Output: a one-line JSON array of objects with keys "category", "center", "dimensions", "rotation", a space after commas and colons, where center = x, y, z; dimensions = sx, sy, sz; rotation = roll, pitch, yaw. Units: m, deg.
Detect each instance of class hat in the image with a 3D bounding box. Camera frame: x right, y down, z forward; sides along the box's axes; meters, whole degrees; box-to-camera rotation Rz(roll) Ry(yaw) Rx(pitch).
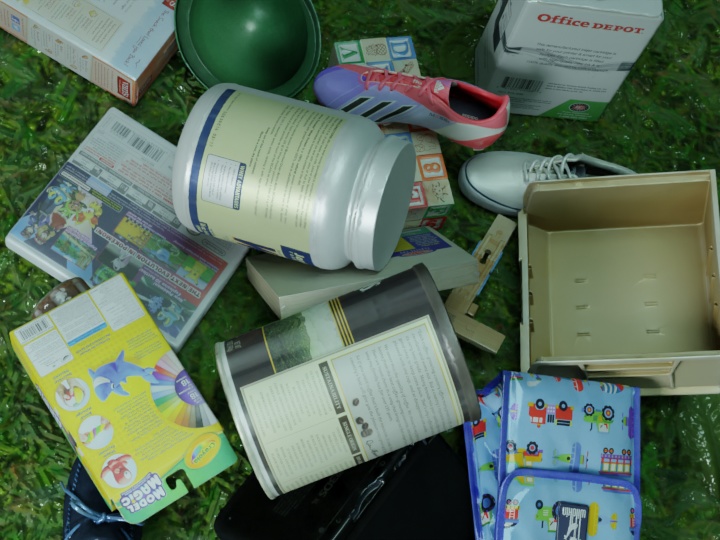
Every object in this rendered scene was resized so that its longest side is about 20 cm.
[{"category": "hat", "center": [-0.083, -0.261, 1.308], "dimensions": [0.199, 0.176, 0.167], "rotation": [-32, 97, -32]}]

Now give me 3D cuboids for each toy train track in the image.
[{"category": "toy train track", "center": [0.105, 0.024, 1.333], "dimensions": [0.114, 0.033, 0.201], "rotation": [28, 57, 9]}]

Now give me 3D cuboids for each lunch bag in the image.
[{"category": "lunch bag", "center": [0.179, 0.207, 1.225], "dimensions": [0.149, 0.094, 0.202], "rotation": [8, 69, -22]}]

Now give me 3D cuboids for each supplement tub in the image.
[{"category": "supplement tub", "center": [-0.060, -0.085, 1.233], "dimensions": [0.198, 0.145, 0.146], "rotation": [16, 62, 14]}]

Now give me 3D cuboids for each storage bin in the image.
[{"category": "storage bin", "center": [0.255, 0.015, 1.301], "dimensions": [0.196, 0.094, 0.202], "rotation": [-3, 62, 10]}]

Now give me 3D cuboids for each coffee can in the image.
[{"category": "coffee can", "center": [-0.011, 0.097, 1.160], "dimensions": [0.198, 0.147, 0.147], "rotation": [-21, 71, -2]}]

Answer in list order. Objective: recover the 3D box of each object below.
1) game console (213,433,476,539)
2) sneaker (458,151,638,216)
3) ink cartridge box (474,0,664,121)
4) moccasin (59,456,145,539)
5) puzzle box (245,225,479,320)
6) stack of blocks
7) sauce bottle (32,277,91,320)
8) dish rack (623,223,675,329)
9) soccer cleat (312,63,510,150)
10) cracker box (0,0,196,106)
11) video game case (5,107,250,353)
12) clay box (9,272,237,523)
[{"category": "game console", "center": [-0.004, 0.227, 1.222], "dimensions": [0.175, 0.117, 0.200], "rotation": [22, 58, 33]}, {"category": "sneaker", "center": [0.203, -0.098, 1.384], "dimensions": [0.198, 0.071, 0.074], "rotation": [5, 65, -10]}, {"category": "ink cartridge box", "center": [0.213, -0.247, 1.382], "dimensions": [0.145, 0.200, 0.084], "rotation": [5, 64, -10]}, {"category": "moccasin", "center": [-0.218, 0.243, 1.140], "dimensions": [0.080, 0.068, 0.202], "rotation": [-2, 66, -13]}, {"category": "puzzle box", "center": [0.000, 0.000, 1.272], "dimensions": [0.198, 0.133, 0.026], "rotation": [-10, 109, -16]}, {"category": "stack of blocks", "center": [0.015, -0.139, 1.369], "dimensions": [0.114, 0.059, 0.202], "rotation": [-7, 68, -15]}, {"category": "sauce bottle", "center": [-0.216, 0.096, 1.211], "dimensions": [0.065, 0.065, 0.200], "rotation": [-39, 81, -24]}, {"category": "dish rack", "center": [0.366, 0.031, 1.378], "dimensions": [0.198, 0.044, 0.173], "rotation": [18, 64, -2]}, {"category": "soccer cleat", "center": [0.053, -0.174, 1.316], "dimensions": [0.198, 0.077, 0.067], "rotation": [16, 64, -5]}, {"category": "cracker box", "center": [-0.281, -0.279, 1.369], "dimensions": [0.199, 0.058, 0.134], "rotation": [31, 64, 3]}, {"category": "video game case", "center": [-0.214, -0.042, 1.297], "dimensions": [0.199, 0.023, 0.183], "rotation": [32, 63, 2]}, {"category": "clay box", "center": [-0.204, 0.114, 1.144], "dimensions": [0.114, 0.048, 0.201], "rotation": [-29, 76, -21]}]
